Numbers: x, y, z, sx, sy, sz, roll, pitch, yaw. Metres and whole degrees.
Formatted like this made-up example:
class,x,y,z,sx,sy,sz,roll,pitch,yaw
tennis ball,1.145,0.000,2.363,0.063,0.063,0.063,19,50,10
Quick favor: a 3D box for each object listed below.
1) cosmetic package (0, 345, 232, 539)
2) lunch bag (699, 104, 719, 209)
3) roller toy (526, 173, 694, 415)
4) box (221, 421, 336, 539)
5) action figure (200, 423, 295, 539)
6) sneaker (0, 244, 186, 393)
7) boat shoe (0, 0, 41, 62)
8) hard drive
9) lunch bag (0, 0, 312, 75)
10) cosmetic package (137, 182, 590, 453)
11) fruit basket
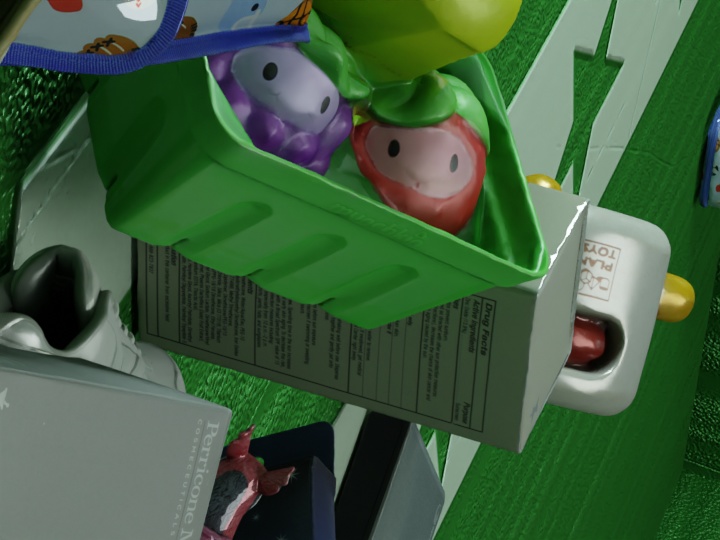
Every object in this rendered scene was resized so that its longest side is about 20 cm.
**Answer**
class,x,y,z,sx,sy,sz,roll,pitch,yaw
cosmetic package,-0.141,0.078,0.944,0.200,0.090,0.107,12,92,-55
lunch bag,0.460,-0.173,3.167,0.200,0.075,0.161,-60,158,-44
roller toy,0.103,0.007,1.717,0.182,0.199,0.140,12,92,-70
box,-0.068,0.164,1.266,0.032,0.121,0.201,50,30,-49
action figure,-0.107,0.145,1.183,0.149,0.134,0.200,15,114,-52
sneaker,-0.118,0.038,1.125,0.200,0.078,0.100,-21,122,-74
boat shoe,-0.138,-0.077,0.823,0.201,0.063,0.073,-51,127,-8
hard drive,0.015,0.190,1.891,0.200,0.033,0.140,68,40,-68
lunch bag,-0.089,-0.162,0.937,0.200,0.123,0.171,-12,118,-56
cosmetic package,0.000,0.000,1.277,0.087,0.199,0.104,-56,158,-48
fruit basket,0.007,-0.090,1.116,0.216,0.215,0.156,84,-7,-56
